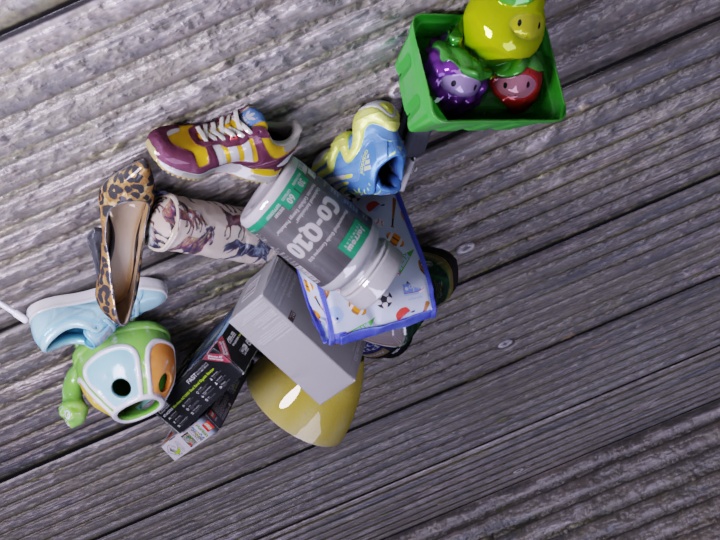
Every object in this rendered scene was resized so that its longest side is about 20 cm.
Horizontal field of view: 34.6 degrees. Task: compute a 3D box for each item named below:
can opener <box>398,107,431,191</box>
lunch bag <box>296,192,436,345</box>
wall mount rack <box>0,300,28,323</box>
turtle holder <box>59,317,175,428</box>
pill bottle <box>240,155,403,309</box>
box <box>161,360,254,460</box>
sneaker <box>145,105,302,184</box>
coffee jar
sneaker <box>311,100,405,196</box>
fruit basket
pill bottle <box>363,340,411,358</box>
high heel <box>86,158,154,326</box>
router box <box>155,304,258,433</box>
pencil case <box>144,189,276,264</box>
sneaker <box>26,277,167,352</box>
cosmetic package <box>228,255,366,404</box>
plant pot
[{"bbox_3d":[0.058,-0.174,1.512,0.066,0.053,0.201,-9,151,-22],"label":"can opener"},{"bbox_3d":[0.000,0.000,1.629,0.168,0.202,0.124,-15,153,-15],"label":"lunch bag"},{"bbox_3d":[-0.536,0.067,1.490,0.172,0.075,0.200,1,146,-39],"label":"wall mount rack"},{"bbox_3d":[-0.361,0.153,1.704,0.183,0.133,0.141,-15,154,-14],"label":"turtle holder"},{"bbox_3d":[-0.048,-0.046,1.499,0.199,0.114,0.113,38,127,-15],"label":"pill bottle"},{"bbox_3d":[-0.247,0.216,1.891,0.110,0.035,0.200,-36,-165,27],"label":"box"},{"bbox_3d":[-0.160,-0.159,1.366,0.199,0.075,0.090,-2,140,-47],"label":"sneaker"},{"bbox_3d":[0.071,0.035,1.773,0.200,0.103,0.086,-42,134,-49],"label":"coffee jar"},{"bbox_3d":[-0.004,-0.123,1.500,0.075,0.106,0.200,-4,148,-31],"label":"sneaker"},{"bbox_3d":[0.158,-0.252,1.357,0.213,0.157,0.216,-11,169,-2],"label":"fruit basket"},{"bbox_3d":[0.010,0.081,1.888,0.111,0.113,0.200,-30,152,16],"label":"pill bottle"},{"bbox_3d":[-0.281,-0.032,1.419,0.071,0.144,0.200,-2,148,-33],"label":"high heel"},{"bbox_3d":[-0.224,0.141,1.786,0.200,0.062,0.150,-43,-169,37],"label":"router box"},{"bbox_3d":[-0.191,-0.055,1.520,0.199,0.089,0.078,7,116,-45],"label":"pencil case"},{"bbox_3d":[-0.362,0.071,1.622,0.198,0.083,0.074,-15,154,-14],"label":"sneaker"},{"bbox_3d":[-0.091,0.091,1.728,0.200,0.107,0.090,41,123,-18],"label":"cosmetic package"},{"bbox_3d":[-0.072,0.175,1.946,0.199,0.200,0.143,14,119,-50],"label":"plant pot"}]
